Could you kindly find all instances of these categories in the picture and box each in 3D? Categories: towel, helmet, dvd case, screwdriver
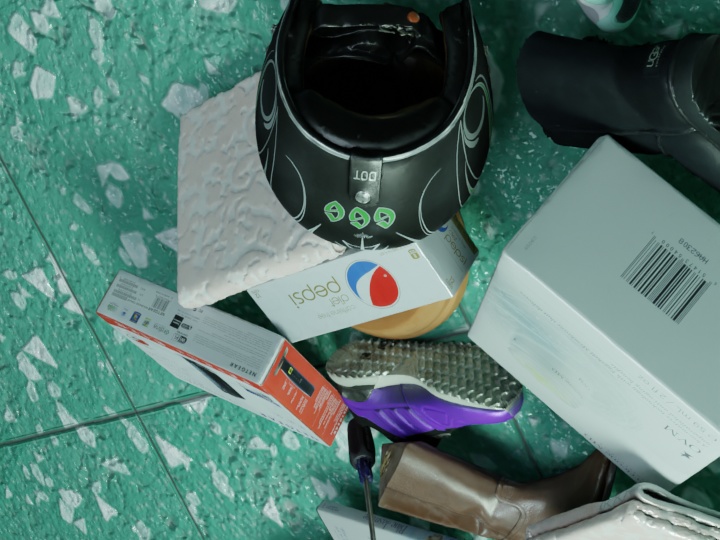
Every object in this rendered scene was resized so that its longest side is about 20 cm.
[{"bbox_3d":[0.254,0.227,1.068,0.198,0.033,0.191,22,155,-10],"label":"towel"},{"bbox_3d":[0.010,-0.115,1.023,0.199,0.200,0.191,38,165,12],"label":"helmet"},{"bbox_3d":[0.053,0.299,1.332,0.199,0.018,0.144,6,131,47],"label":"dvd case"},{"bbox_3d":[0.008,0.208,1.256,0.028,0.201,0.029,-28,126,12],"label":"screwdriver"},{"bbox_3d":[-0.090,-0.079,1.185,0.199,0.032,0.193,-20,65,42],"label":"towel"}]

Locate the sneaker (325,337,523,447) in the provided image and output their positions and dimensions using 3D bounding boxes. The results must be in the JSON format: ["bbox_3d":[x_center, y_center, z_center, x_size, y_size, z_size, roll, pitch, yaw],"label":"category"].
[{"bbox_3d":[0.067,0.122,1.235,0.198,0.070,0.100,7,127,37],"label":"sneaker"}]

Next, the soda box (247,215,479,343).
[{"bbox_3d":[0.000,0.000,1.152,0.199,0.064,0.068,-17,118,42],"label":"soda box"}]

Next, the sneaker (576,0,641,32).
[{"bbox_3d":[0.115,-0.255,0.975,0.139,0.078,0.202,-10,108,49],"label":"sneaker"}]

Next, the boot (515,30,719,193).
[{"bbox_3d":[0.218,-0.102,0.963,0.200,0.077,0.167,37,166,-36],"label":"boot"}]

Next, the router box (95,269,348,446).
[{"bbox_3d":[-0.127,0.085,1.297,0.198,0.049,0.180,20,164,28],"label":"router box"}]

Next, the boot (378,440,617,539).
[{"bbox_3d":[0.114,0.182,1.197,0.198,0.064,0.188,24,131,5],"label":"boot"}]

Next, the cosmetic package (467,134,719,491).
[{"bbox_3d":[0.198,0.042,0.991,0.199,0.123,0.200,40,165,11],"label":"cosmetic package"}]

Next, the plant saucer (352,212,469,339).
[{"bbox_3d":[0.003,-0.025,1.211,0.198,0.037,0.202,18,125,27],"label":"plant saucer"}]
